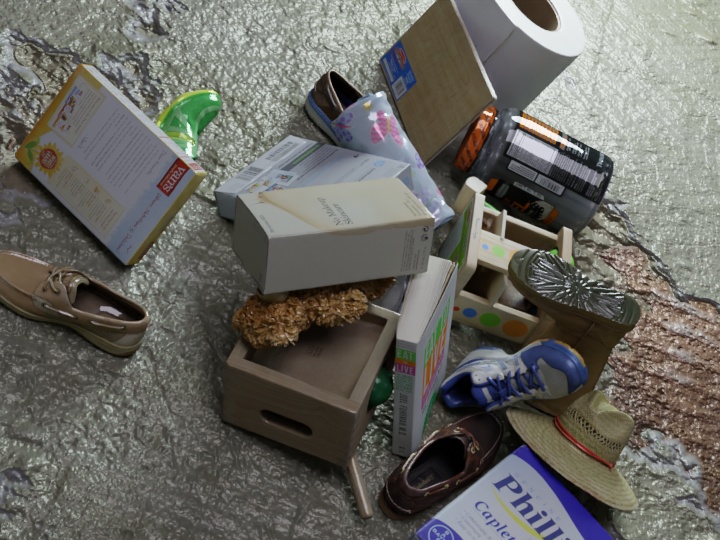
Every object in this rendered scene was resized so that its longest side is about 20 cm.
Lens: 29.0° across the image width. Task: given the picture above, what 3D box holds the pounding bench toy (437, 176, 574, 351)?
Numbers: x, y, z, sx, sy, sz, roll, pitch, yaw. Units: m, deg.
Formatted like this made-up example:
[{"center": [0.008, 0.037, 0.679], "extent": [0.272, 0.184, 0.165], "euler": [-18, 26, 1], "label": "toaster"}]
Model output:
[{"center": [0.192, -0.019, 1.791], "extent": [0.155, 0.125, 0.201], "euler": [19, 49, -10], "label": "pounding bench toy"}]

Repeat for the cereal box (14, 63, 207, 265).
[{"center": [-0.296, -0.125, 1.644], "extent": [0.200, 0.144, 0.039], "euler": [43, 14, 10], "label": "cereal box"}]

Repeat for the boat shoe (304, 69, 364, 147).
[{"center": [0.008, -0.188, 1.870], "extent": [0.200, 0.073, 0.072], "euler": [42, 48, 9], "label": "boat shoe"}]

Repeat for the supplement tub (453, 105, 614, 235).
[{"center": [0.235, -0.142, 1.907], "extent": [0.199, 0.123, 0.123], "euler": [27, 48, -3], "label": "supplement tub"}]

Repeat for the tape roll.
[{"center": [0.205, -0.341, 2.001], "extent": [0.202, 0.139, 0.204], "euler": [27, 41, -25], "label": "tape roll"}]

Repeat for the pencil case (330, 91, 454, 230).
[{"center": [0.043, -0.131, 1.796], "extent": [0.091, 0.083, 0.201], "euler": [-36, 97, -42], "label": "pencil case"}]

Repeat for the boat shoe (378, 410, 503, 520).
[{"center": [0.105, 0.218, 1.609], "extent": [0.070, 0.071, 0.200], "euler": [43, 48, 13], "label": "boat shoe"}]

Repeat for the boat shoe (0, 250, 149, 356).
[{"center": [-0.329, 0.023, 1.561], "extent": [0.199, 0.065, 0.072], "euler": [25, 48, -6], "label": "boat shoe"}]

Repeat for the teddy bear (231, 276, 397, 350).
[{"center": [-0.051, 0.015, 1.544], "extent": [0.198, 0.067, 0.145], "euler": [-14, 48, -22], "label": "teddy bear"}]

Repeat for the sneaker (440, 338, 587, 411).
[{"center": [0.179, 0.135, 1.636], "extent": [0.088, 0.199, 0.076], "euler": [-35, 103, -37], "label": "sneaker"}]

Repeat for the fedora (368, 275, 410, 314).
[{"center": [0.000, 0.000, 1.711], "extent": [0.175, 0.091, 0.201], "euler": [21, 49, -8], "label": "fedora"}]

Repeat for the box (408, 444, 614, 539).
[{"center": [0.162, 0.325, 1.529], "extent": [0.184, 0.105, 0.199], "euler": [47, 50, 13], "label": "box"}]

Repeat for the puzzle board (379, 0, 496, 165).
[{"center": [0.106, -0.266, 1.930], "extent": [0.017, 0.151, 0.201], "euler": [12, 47, -42], "label": "puzzle board"}]

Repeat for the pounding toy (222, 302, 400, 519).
[{"center": [-0.041, 0.140, 1.573], "extent": [0.198, 0.143, 0.185], "euler": [20, 47, 10], "label": "pounding toy"}]

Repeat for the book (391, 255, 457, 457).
[{"center": [0.067, 0.101, 1.595], "extent": [0.048, 0.201, 0.134], "euler": [13, 48, 12], "label": "book"}]

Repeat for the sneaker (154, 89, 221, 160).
[{"center": [-0.233, -0.147, 1.734], "extent": [0.083, 0.074, 0.200], "euler": [35, 58, 7], "label": "sneaker"}]

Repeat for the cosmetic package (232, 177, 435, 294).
[{"center": [-0.030, -0.040, 1.521], "extent": [0.198, 0.074, 0.104], "euler": [-7, 33, -26], "label": "cosmetic package"}]

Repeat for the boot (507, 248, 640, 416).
[{"center": [0.225, 0.083, 1.679], "extent": [0.174, 0.201, 0.066], "euler": [29, 48, 2], "label": "boot"}]

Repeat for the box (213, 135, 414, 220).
[{"center": [-0.057, -0.100, 1.725], "extent": [0.199, 0.041, 0.156], "euler": [15, 41, 35], "label": "box"}]

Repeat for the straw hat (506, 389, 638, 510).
[{"center": [0.273, 0.188, 1.632], "extent": [0.200, 0.085, 0.201], "euler": [34, 12, -9], "label": "straw hat"}]
